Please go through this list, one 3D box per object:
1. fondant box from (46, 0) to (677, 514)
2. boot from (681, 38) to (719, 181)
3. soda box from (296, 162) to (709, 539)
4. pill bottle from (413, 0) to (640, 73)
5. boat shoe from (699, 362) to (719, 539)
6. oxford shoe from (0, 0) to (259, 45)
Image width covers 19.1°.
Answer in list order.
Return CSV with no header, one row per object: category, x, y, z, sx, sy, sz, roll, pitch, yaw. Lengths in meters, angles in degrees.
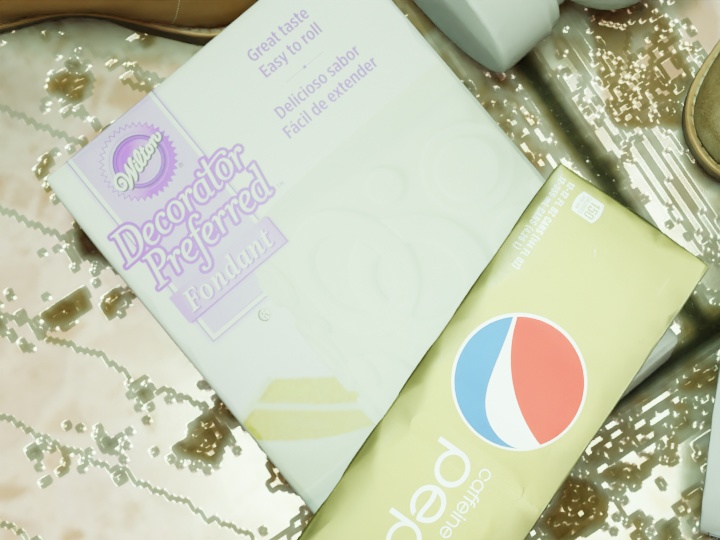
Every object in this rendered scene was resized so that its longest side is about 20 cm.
fondant box,0.000,0.000,0.808,0.144,0.058,0.200,-40,81,-3
boot,0.207,-0.105,0.807,0.199,0.075,0.074,-36,86,-1
soda box,0.035,0.066,0.734,0.064,0.068,0.201,34,85,5
pill bottle,0.099,-0.170,0.802,0.200,0.113,0.113,-43,82,-4
boat shoe,0.176,0.006,0.768,0.085,0.075,0.204,9,100,11
oxford shoe,-0.131,-0.129,0.828,0.198,0.071,0.072,2,83,4
